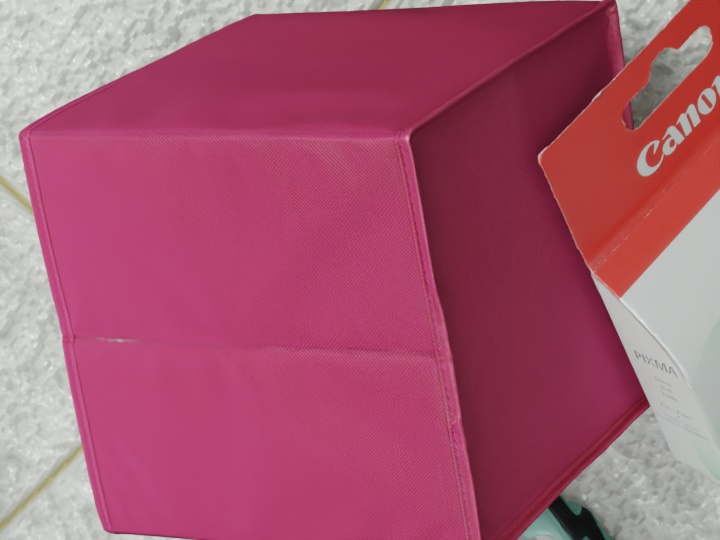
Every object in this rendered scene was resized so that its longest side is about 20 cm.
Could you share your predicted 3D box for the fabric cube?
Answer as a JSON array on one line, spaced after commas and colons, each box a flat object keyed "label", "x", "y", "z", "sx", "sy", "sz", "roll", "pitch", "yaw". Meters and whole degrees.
[{"label": "fabric cube", "x": 0.000, "y": 0.000, "z": 1.111, "sx": 0.199, "sy": 0.196, "sz": 0.201, "roll": 2, "pitch": 111, "yaw": 31}]

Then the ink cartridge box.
[{"label": "ink cartridge box", "x": 0.174, "y": -0.025, "z": 1.113, "sx": 0.161, "sy": 0.050, "sz": 0.200, "roll": -46, "pitch": 134, "yaw": -21}]

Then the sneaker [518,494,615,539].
[{"label": "sneaker", "x": 0.096, "y": 0.216, "z": 1.267, "sx": 0.140, "sy": 0.078, "sz": 0.200, "roll": -33, "pitch": 101, "yaw": 14}]
